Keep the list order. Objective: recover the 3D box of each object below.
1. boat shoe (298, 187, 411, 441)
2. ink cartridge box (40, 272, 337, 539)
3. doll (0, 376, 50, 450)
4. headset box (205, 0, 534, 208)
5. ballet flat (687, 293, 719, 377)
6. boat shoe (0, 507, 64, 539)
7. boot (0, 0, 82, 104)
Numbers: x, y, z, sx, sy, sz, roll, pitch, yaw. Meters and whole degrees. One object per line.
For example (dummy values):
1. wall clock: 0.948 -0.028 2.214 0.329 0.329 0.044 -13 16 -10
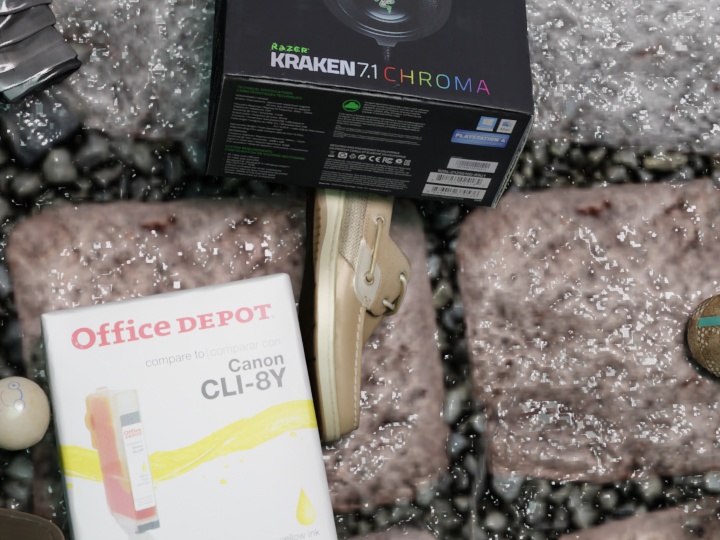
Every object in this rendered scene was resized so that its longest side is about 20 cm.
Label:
1. boat shoe: 0.000 0.000 0.935 0.064 0.071 0.202 4 80 -9
2. ink cartridge box: -0.096 0.113 0.893 0.144 0.083 0.202 -9 83 -12
3. doll: -0.259 0.100 0.832 0.198 0.049 0.137 -14 51 -22
4. headset box: 0.003 -0.151 0.919 0.172 0.093 0.202 7 56 -9
5. ballet flat: 0.302 0.059 0.987 0.198 0.065 0.071 11 79 -9
6. boat shoe: -0.256 0.158 0.859 0.198 0.069 0.072 16 34 10
7. boot: -0.193 -0.174 0.933 0.199 0.070 0.133 -28 90 -2
